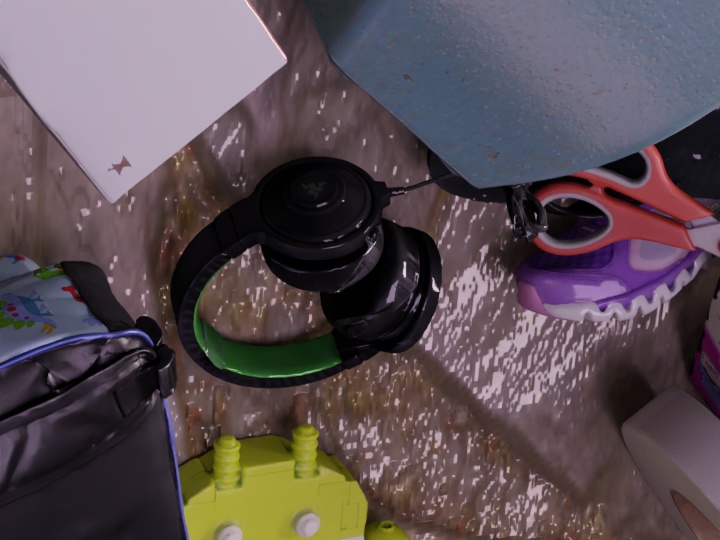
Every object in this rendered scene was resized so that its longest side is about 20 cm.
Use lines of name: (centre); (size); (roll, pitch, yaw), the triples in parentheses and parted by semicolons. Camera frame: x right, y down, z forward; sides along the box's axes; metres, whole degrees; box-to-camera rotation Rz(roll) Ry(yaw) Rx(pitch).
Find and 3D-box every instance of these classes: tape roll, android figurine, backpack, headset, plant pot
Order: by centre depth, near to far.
plant pot: (0.077, -0.159, 1.157); (0.200, 0.197, 0.196); (-42, 126, 14)
backpack: (-0.197, 0.098, 1.162); (0.199, 0.147, 0.184); (-18, 122, -22)
headset: (0.000, 0.000, 1.232); (0.199, 0.094, 0.123); (-33, 136, 13)
android figurine: (-0.059, 0.173, 1.336); (0.181, 0.041, 0.201); (-5, 118, -25)
tape roll: (0.221, 0.154, 1.370); (0.037, 0.203, 0.203); (-38, 125, -5)

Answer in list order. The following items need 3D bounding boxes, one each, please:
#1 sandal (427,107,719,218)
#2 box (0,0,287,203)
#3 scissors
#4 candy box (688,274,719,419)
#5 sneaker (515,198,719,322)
sandal: (0.134, -0.059, 1.252); (0.199, 0.048, 0.076); (-1, 128, 2)
box: (-0.134, -0.137, 1.047); (0.097, 0.200, 0.125); (-38, 125, -5)
scissors: (0.175, -0.024, 1.218); (0.199, 0.014, 0.074); (15, 106, 5)
candy box: (0.248, 0.061, 1.322); (0.061, 0.137, 0.200); (-29, 160, -11)
sneaker: (0.165, -0.040, 1.326); (0.199, 0.080, 0.089); (-25, 116, -20)
